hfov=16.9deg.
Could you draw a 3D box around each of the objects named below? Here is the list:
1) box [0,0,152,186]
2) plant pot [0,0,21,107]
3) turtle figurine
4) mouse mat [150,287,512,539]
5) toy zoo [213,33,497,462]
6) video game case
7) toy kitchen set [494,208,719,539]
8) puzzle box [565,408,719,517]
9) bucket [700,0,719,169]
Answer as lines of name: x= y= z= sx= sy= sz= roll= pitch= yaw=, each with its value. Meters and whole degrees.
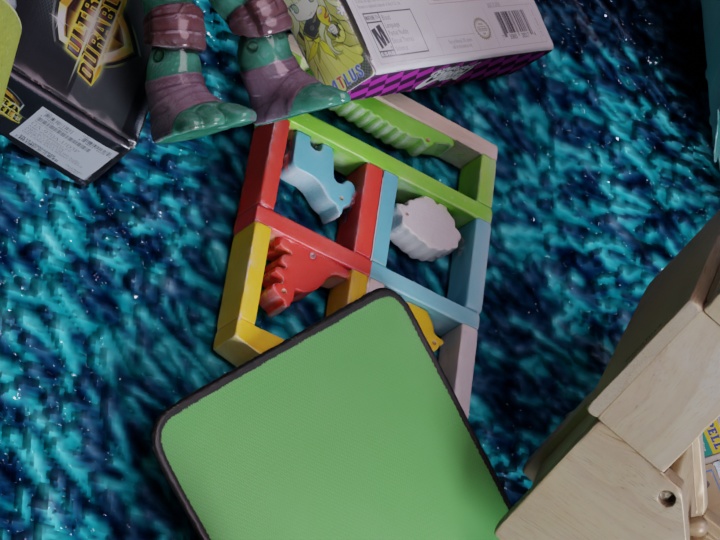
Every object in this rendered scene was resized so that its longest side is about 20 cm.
box: x=-0.148 y=-0.158 z=1.074 sx=0.159 sy=0.046 sz=0.200 roll=33 pitch=51 yaw=-21
plant pot: x=-0.226 y=-0.004 z=0.861 sx=0.187 sy=0.187 sz=0.201 roll=13 pitch=76 yaw=-33
turtle figurine: x=-0.069 y=-0.160 z=1.039 sx=0.149 sy=0.101 sz=0.201 roll=-15 pitch=93 yaw=-29
mouse mat: x=0.007 y=0.122 z=1.063 sx=0.161 sy=0.008 sz=0.200 roll=-29 pitch=93 yaw=-39
toy zoo: x=0.000 y=0.000 z=1.127 sx=0.131 sy=0.020 sz=0.200 roll=27 pitch=54 yaw=-26
video game case: x=0.003 y=-0.173 z=1.171 sx=0.200 sy=0.036 sz=0.182 roll=-18 pitch=79 yaw=-61
toy kitchen set: x=0.201 y=0.074 z=1.109 sx=0.180 sy=0.200 sz=0.163 roll=40 pitch=25 yaw=-1
puzzle box: x=0.190 y=0.146 z=1.199 sx=0.133 sy=0.025 sz=0.200 roll=-13 pitch=76 yaw=-42
bucket: x=0.277 y=-0.131 z=1.297 sx=0.207 sy=0.207 sz=0.135 roll=18 pitch=53 yaw=-31
